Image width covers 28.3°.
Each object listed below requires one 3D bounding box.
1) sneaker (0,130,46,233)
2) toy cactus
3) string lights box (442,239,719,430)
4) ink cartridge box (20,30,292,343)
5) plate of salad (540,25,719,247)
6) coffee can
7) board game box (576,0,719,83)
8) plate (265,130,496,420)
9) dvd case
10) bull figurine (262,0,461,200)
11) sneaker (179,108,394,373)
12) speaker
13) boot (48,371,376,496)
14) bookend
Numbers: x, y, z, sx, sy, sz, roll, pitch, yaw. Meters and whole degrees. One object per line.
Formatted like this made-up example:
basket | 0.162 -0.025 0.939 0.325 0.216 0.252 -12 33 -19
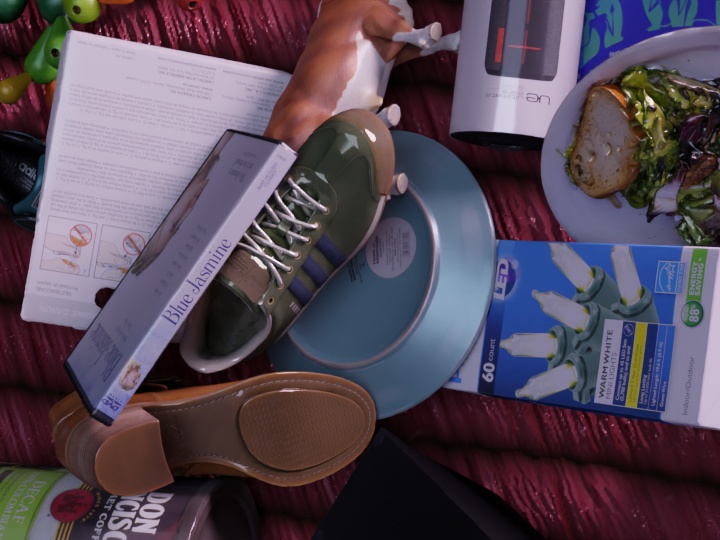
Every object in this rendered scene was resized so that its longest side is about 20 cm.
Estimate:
sneaker | -0.202 -0.039 1.026 0.200 0.080 0.071 30 92 15
toy cactus | -0.216 -0.212 1.061 0.200 0.102 0.165 -22 59 15
string lights box | 0.147 0.037 0.882 0.200 0.059 0.103 3 83 47
ink cartridge box | -0.143 -0.054 0.998 0.161 0.050 0.200 10 95 -13
plate of salad | 0.210 -0.059 0.864 0.200 0.200 0.048 -10 40 15
coffee can | -0.184 0.206 0.958 0.200 0.146 0.147 2 84 17
board game box | 0.202 -0.221 0.908 0.152 0.045 0.200 -6 78 56
plate | 0.000 0.000 0.960 0.200 0.026 0.201 -10 73 35
dvd case | -0.120 -0.003 0.911 0.018 0.143 0.200 35 86 -21
bull figurine | -0.001 -0.138 0.963 0.121 0.065 0.200 13 75 36
sneaker | -0.052 -0.008 0.898 0.067 0.090 0.200 40 123 9
speaker | 0.107 -0.179 0.931 0.081 0.081 0.200 7 88 17
boot | -0.105 0.101 0.949 0.200 0.155 0.077 -14 101 -21
bookend | 0.099 0.212 0.891 0.092 0.199 0.200 -58 29 3
